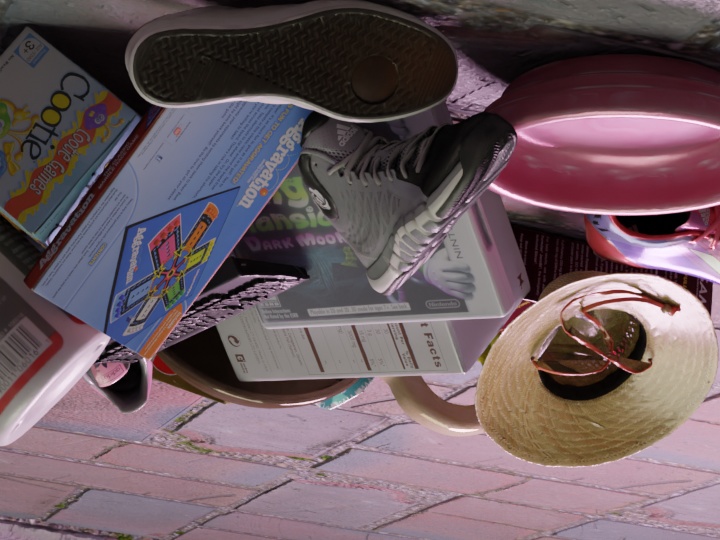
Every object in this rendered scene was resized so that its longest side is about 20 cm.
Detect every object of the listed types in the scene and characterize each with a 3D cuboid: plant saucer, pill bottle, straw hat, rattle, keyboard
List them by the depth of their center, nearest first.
[{"bbox_3d":[0.165,-0.087,1.524,0.200,0.051,0.201,2,164,1],"label":"plant saucer"},{"bbox_3d":[-0.270,0.009,1.591,0.200,0.114,0.114,43,164,3],"label":"pill bottle"},{"bbox_3d":[-0.138,0.030,1.657,0.127,0.021,0.200,8,156,-42],"label":"keyboard"},{"bbox_3d":[0.171,0.049,1.819,0.201,0.085,0.201,-7,133,-8],"label":"straw hat"},{"bbox_3d":[-0.084,0.033,1.842,0.200,0.200,0.030,11,133,-16],"label":"plant saucer"},{"bbox_3d":[0.064,0.065,2.017,0.200,0.131,0.143,14,168,-24],"label":"rattle"}]

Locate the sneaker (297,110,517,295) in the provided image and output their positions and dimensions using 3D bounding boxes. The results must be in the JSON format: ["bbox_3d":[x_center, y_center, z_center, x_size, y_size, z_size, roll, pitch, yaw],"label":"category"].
[{"bbox_3d":[0.014,-0.066,1.497,0.115,0.075,0.200,45,148,4],"label":"sneaker"}]

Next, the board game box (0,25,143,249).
[{"bbox_3d":[-0.187,-0.063,1.612,0.103,0.105,0.200,39,175,19],"label":"board game box"}]

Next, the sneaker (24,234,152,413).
[{"bbox_3d":[-0.200,0.038,1.793,0.070,0.082,0.200,-27,149,5],"label":"sneaker"}]

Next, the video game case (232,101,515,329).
[{"bbox_3d":[-0.012,-0.044,1.609,0.200,0.023,0.182,-3,119,34],"label":"video game case"}]

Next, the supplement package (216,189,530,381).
[{"bbox_3d":[0.000,0.000,1.730,0.200,0.117,0.118,-4,118,33],"label":"supplement package"}]

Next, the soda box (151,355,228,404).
[{"bbox_3d":[-0.168,0.050,2.028,0.200,0.068,0.064,17,-161,33],"label":"soda box"}]

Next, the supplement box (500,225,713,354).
[{"bbox_3d":[0.168,0.019,1.921,0.200,0.061,0.109,11,163,-21],"label":"supplement box"}]

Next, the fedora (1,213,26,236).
[{"bbox_3d":[-0.317,-0.075,1.733,0.200,0.082,0.201,6,158,2],"label":"fedora"}]

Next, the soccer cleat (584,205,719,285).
[{"bbox_3d":[0.258,-0.025,1.718,0.199,0.067,0.076,9,161,0],"label":"soccer cleat"}]

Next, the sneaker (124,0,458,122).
[{"bbox_3d":[-0.043,-0.134,1.457,0.199,0.073,0.085,3,-165,-11],"label":"sneaker"}]

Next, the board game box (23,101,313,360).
[{"bbox_3d":[-0.115,-0.047,1.533,0.103,0.200,0.019,34,-174,-33],"label":"board game box"}]
